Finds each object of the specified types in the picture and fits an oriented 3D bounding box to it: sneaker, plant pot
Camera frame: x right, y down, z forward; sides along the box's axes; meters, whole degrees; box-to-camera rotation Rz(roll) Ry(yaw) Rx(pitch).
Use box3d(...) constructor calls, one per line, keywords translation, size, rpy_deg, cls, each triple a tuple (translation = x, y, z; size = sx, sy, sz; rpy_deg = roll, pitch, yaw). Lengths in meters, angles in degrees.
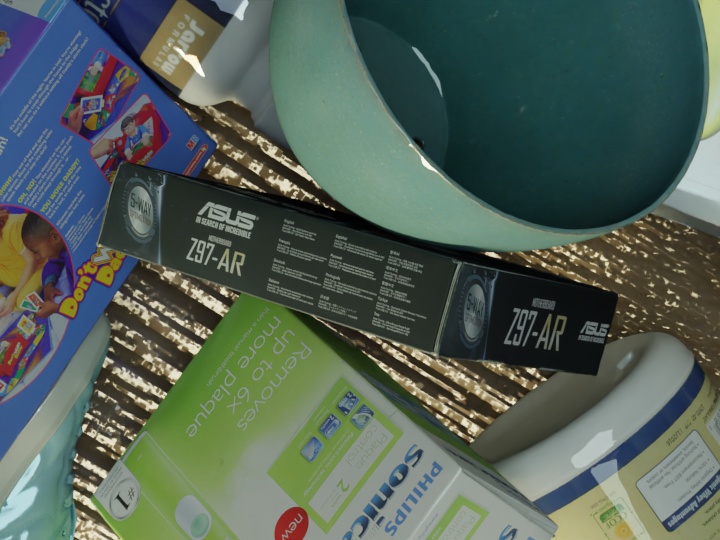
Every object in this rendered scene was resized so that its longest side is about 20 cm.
box3d(translation=(-0.178, 0.110, 1.113), size=(0.082, 0.074, 0.200), rpy_deg=(36, 82, -42), cls="sneaker")
box3d(translation=(0.037, -0.093, 0.951), size=(0.199, 0.135, 0.201), rpy_deg=(12, 68, -31), cls="plant pot")

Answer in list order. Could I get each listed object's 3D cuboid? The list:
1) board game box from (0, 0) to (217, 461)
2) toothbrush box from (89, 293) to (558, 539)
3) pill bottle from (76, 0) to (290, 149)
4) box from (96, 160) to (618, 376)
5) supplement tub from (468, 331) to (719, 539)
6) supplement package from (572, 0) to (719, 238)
box3d(translation=(-0.173, -0.023, 1.042), size=(0.200, 0.045, 0.134), rpy_deg=(-56, 137, -11), cls="board game box")
box3d(translation=(-0.023, 0.119, 1.044), size=(0.086, 0.200, 0.146), rpy_deg=(34, 94, -43), cls="toothbrush box")
box3d(translation=(-0.088, -0.155, 1.063), size=(0.200, 0.116, 0.116), rpy_deg=(35, 92, -6), cls="pill bottle")
box3d(translation=(0.000, 0.000, 1.018), size=(0.199, 0.160, 0.044), rpy_deg=(17, 94, 33), cls="box")
box3d(translation=(0.155, 0.148, 1.091), size=(0.144, 0.144, 0.200), rpy_deg=(-35, 96, 0), cls="supplement tub")
box3d(translation=(0.212, -0.112, 1.072), size=(0.191, 0.147, 0.201), rpy_deg=(19, 92, -5), cls="supplement package")
